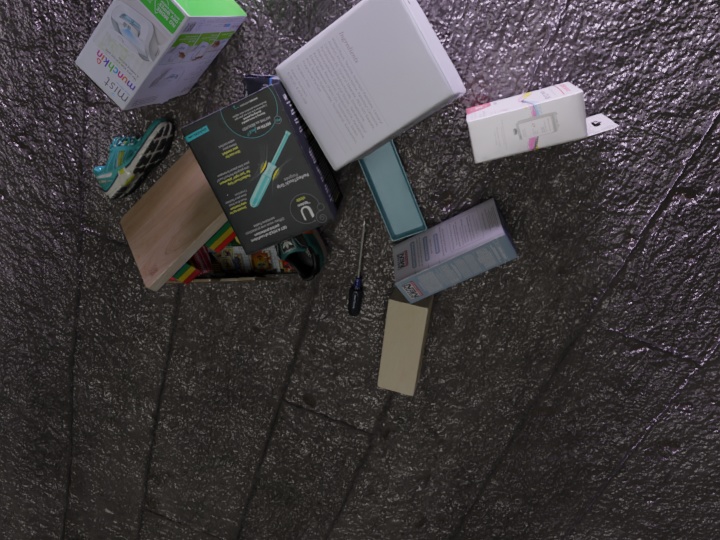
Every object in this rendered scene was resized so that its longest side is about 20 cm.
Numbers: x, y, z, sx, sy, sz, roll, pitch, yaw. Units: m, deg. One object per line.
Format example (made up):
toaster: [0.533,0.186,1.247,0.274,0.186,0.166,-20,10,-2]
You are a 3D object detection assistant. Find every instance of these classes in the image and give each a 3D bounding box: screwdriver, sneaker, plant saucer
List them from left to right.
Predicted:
sneaker: [-0.416,-0.209,0.967,0.200,0.078,0.080,-35,96,24]
sneaker: [-0.122,-0.070,0.922,0.071,0.080,0.200,-22,120,21]
screwdriver: [0.000,0.000,1.005,0.029,0.028,0.201,30,126,29]
plant saucer: [0.051,-0.151,0.929,0.070,0.019,0.201,-17,110,19]

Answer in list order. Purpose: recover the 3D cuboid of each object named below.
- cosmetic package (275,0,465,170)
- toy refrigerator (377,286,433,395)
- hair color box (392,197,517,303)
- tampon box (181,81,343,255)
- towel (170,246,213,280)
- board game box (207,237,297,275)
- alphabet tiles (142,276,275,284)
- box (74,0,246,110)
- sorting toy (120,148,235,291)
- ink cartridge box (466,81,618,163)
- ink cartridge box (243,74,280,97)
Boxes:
cosmetic package: [0.022,-0.275,0.779,0.199,0.167,0.167,-28,99,23]
toy refrigerator: [0.087,0.135,1.035,0.075,0.070,0.201,12,117,13]
hair color box: [0.155,-0.032,0.914,0.199,0.099,0.061,-25,128,21]
tampon box: [-0.136,-0.154,0.795,0.149,0.126,0.201,-20,110,12]
towel: [-0.323,-0.063,1.047,0.199,0.023,0.145,-18,109,17]
board game box: [-0.187,-0.039,1.008,0.198,0.024,0.105,-2,122,4]
alphabet tiles: [-0.269,0.019,1.002,0.199,0.167,0.008,-3,88,13]
box: [-0.287,-0.346,0.800,0.176,0.200,0.097,-39,102,26]
sorting toy: [-0.304,-0.086,0.936,0.200,0.199,0.070,-44,142,5]
ink cartridge box: [0.261,-0.226,0.794,0.199,0.117,0.068,-11,113,15]
ink cartridge box: [-0.144,-0.227,0.920,0.099,0.039,0.201,5,117,8]
